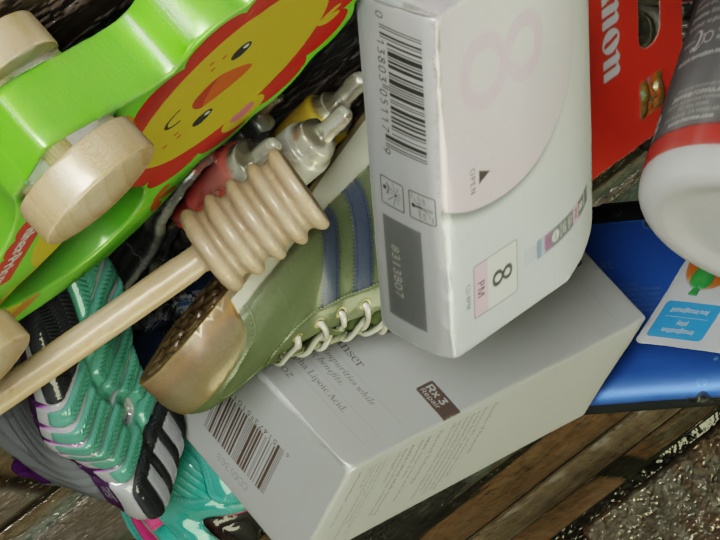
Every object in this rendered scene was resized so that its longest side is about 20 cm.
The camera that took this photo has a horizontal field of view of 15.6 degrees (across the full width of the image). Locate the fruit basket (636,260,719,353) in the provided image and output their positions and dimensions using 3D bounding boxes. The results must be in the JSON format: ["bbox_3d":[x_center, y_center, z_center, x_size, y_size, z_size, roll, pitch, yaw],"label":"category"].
[{"bbox_3d":[0.237,-0.039,1.202,0.185,0.094,0.200,9,-128,48],"label":"fruit basket"}]

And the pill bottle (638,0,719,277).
[{"bbox_3d":[0.200,-0.099,1.144,0.116,0.116,0.200,110,0,-67],"label":"pill bottle"}]

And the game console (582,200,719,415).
[{"bbox_3d":[0.110,0.023,1.372,0.200,0.171,0.118,-5,147,14],"label":"game console"}]

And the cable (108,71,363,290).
[{"bbox_3d":[-0.073,-0.012,1.088,0.097,0.050,0.200,-35,168,-47],"label":"cable"}]

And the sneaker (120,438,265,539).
[{"bbox_3d":[-0.056,0.106,1.315,0.121,0.084,0.200,-45,158,14],"label":"sneaker"}]

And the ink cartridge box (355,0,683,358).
[{"bbox_3d":[0.084,-0.080,1.068,0.200,0.057,0.163,-31,133,-31],"label":"ink cartridge box"}]

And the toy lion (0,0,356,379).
[{"bbox_3d":[-0.080,-0.053,0.937,0.192,0.069,0.200,-35,169,-41],"label":"toy lion"}]

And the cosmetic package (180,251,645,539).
[{"bbox_3d":[0.020,0.040,1.208,0.200,0.113,0.081,-27,155,-38],"label":"cosmetic package"}]

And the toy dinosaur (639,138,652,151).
[{"bbox_3d":[0.106,-0.087,1.289,0.102,0.077,0.200,-56,159,0],"label":"toy dinosaur"}]

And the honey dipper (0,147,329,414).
[{"bbox_3d":[-0.102,0.026,1.003,0.200,0.038,0.038,-36,167,3],"label":"honey dipper"}]

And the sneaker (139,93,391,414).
[{"bbox_3d":[0.000,0.000,1.105,0.200,0.090,0.067,-52,-169,-25],"label":"sneaker"}]

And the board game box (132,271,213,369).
[{"bbox_3d":[-0.066,0.024,1.272,0.200,0.035,0.135,-40,167,13],"label":"board game box"}]

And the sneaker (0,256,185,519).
[{"bbox_3d":[-0.139,0.046,1.103,0.200,0.087,0.074,73,29,-56],"label":"sneaker"}]

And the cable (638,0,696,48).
[{"bbox_3d":[0.167,-0.117,1.274,0.050,0.097,0.200,4,178,21],"label":"cable"}]
